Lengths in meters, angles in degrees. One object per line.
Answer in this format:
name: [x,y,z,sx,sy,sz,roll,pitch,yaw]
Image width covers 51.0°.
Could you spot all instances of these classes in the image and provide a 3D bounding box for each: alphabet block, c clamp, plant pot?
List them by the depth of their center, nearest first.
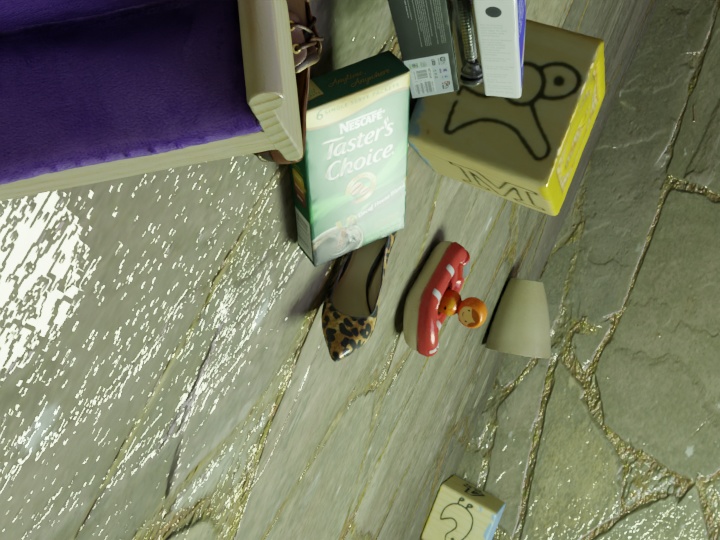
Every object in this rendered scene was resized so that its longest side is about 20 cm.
c clamp: [0.100,-0.269,0.759,0.173,0.026,0.203,-94,171,-45]
alphabet block: [0.200,-0.211,1.016,0.200,0.196,0.196,-68,160,2]
plant pot: [0.454,0.129,2.117,0.187,0.183,0.206,11,87,-70]
alphabet block: [0.333,0.804,2.430,0.200,0.196,0.196,-68,160,0]

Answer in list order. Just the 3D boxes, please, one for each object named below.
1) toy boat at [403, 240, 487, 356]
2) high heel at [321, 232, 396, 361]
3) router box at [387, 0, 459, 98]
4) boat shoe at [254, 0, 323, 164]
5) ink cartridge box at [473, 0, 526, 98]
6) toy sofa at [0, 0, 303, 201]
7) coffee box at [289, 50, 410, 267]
toy boat: [0.156,0.059,1.298,0.202,0.128,0.132,-58,158,-25]
high heel: [0.000,0.000,0.906,0.202,0.070,0.145,-70,175,-49]
router box: [0.051,-0.284,0.688,0.200,0.051,0.161,60,25,-66]
boat shoe: [-0.059,-0.180,0.587,0.072,0.066,0.204,-38,144,-54]
ink cartridge box: [0.127,-0.294,0.668,0.200,0.042,0.203,62,33,-68]
toy sofa: [-0.126,-0.084,0.308,0.098,0.195,0.085,59,23,-73]
coffee box: [-0.011,-0.105,0.754,0.121,0.044,0.203,-24,141,-21]
